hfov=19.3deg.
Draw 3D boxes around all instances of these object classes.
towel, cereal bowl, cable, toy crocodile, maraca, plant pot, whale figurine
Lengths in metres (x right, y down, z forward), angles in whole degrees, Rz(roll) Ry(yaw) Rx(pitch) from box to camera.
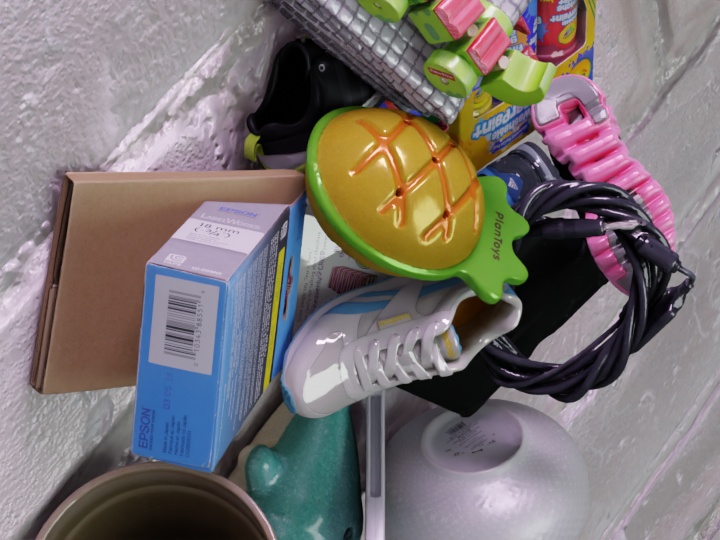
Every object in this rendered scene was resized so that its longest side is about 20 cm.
[{"bbox_3d":[0.025,-0.227,1.567,0.200,0.086,0.166,39,72,-24],"label":"towel"},{"bbox_3d":[0.103,0.180,1.881,0.200,0.200,0.084,-41,137,-35],"label":"cereal bowl"},{"bbox_3d":[0.161,0.020,1.720,0.200,0.163,0.051,-44,-166,28],"label":"cable"},{"bbox_3d":[0.058,-0.188,1.502,0.200,0.062,0.068,45,69,-21],"label":"toy crocodile"},{"bbox_3d":[0.044,-0.050,1.572,0.200,0.107,0.138,24,54,-25],"label":"maraca"},{"bbox_3d":[-0.143,0.265,1.609,0.200,0.200,0.174,-57,163,-16],"label":"plant pot"},{"bbox_3d":[-0.037,0.166,1.754,0.159,0.104,0.201,18,94,-57],"label":"whale figurine"}]

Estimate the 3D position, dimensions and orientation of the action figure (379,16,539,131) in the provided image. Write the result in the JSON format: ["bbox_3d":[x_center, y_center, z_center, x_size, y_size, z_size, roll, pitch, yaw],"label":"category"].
[{"bbox_3d":[0.045,-0.138,1.672,0.199,0.052,0.066,-24,131,1],"label":"action figure"}]

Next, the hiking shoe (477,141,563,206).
[{"bbox_3d":[0.089,-0.040,1.796,0.087,0.074,0.200,-27,165,-34],"label":"hiking shoe"}]

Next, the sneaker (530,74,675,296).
[{"bbox_3d":[0.206,-0.065,1.789,0.079,0.201,0.095,-21,166,-3],"label":"sneaker"}]

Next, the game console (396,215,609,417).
[{"bbox_3d":[0.119,0.019,1.856,0.200,0.117,0.176,-47,137,17],"label":"game console"}]

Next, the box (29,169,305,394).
[{"bbox_3d":[-0.136,0.006,1.535,0.199,0.021,0.164,-3,113,-37],"label":"box"}]

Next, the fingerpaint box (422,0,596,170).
[{"bbox_3d":[0.118,-0.195,1.789,0.200,0.073,0.167,-35,136,-40],"label":"fingerpaint box"}]

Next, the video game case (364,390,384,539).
[{"bbox_3d":[0.012,0.180,1.781,0.143,0.018,0.201,89,1,-57],"label":"video game case"}]

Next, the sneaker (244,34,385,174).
[{"bbox_3d":[-0.019,-0.156,1.615,0.200,0.072,0.083,-58,144,-15],"label":"sneaker"}]

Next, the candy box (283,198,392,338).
[{"bbox_3d":[0.000,0.000,1.667,0.199,0.061,0.137,1,112,-25],"label":"candy box"}]

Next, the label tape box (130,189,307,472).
[{"bbox_3d":[-0.099,0.033,1.503,0.200,0.063,0.145,-56,155,-66],"label":"label tape box"}]

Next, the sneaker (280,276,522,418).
[{"bbox_3d":[0.029,0.052,1.604,0.200,0.081,0.077,-30,122,-22],"label":"sneaker"}]
